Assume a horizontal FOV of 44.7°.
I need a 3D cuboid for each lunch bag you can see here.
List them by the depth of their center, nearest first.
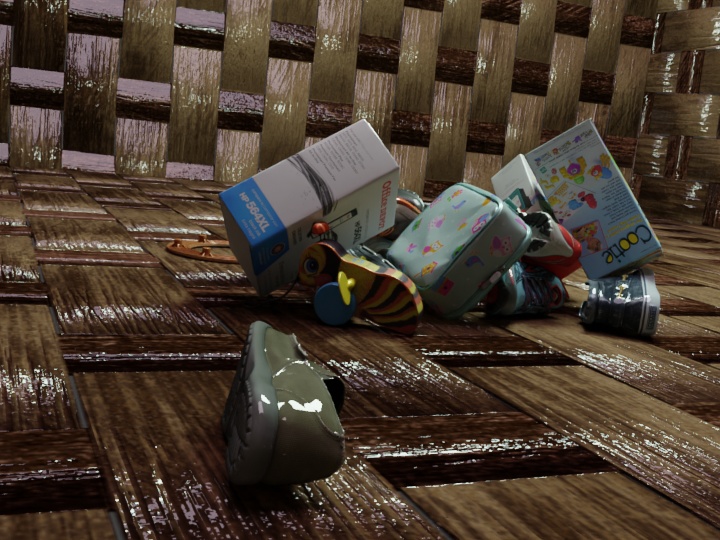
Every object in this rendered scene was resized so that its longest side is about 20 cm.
[{"bbox_3d":[0.125,-0.031,1.103,0.077,0.160,0.200,45,1,-21],"label":"lunch bag"}]

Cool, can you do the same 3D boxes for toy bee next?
[{"bbox_3d":[-0.027,0.005,0.972,0.199,0.109,0.131,4,13,-9],"label":"toy bee"}]

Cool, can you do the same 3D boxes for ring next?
[{"bbox_3d":[-0.209,-0.036,1.408,0.200,0.019,0.200,5,9,-1],"label":"ring"}]

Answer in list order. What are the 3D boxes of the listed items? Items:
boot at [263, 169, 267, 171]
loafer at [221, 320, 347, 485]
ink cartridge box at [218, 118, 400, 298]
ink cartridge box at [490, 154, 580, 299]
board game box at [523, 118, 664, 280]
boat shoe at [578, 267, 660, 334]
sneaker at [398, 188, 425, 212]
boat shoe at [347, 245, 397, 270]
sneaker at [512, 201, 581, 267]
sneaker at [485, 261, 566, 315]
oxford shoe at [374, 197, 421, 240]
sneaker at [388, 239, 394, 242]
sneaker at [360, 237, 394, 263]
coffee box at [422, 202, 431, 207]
[{"bbox_3d":[-0.096,-0.069,1.242,0.076,0.156,0.200,10,9,26],"label":"boot"},{"bbox_3d":[-0.049,0.090,0.572,0.069,0.075,0.200,16,12,-11],"label":"loafer"},{"bbox_3d":[-0.057,-0.072,1.047,0.200,0.084,0.146,-29,-21,-14],"label":"ink cartridge box"},{"bbox_3d":[0.277,-0.066,1.321,0.116,0.067,0.200,26,38,-35],"label":"ink cartridge box"},{"bbox_3d":[0.326,-0.090,1.220,0.105,0.200,0.103,-28,-16,17],"label":"board game box"},{"bbox_3d":[0.337,0.032,1.156,0.091,0.071,0.200,10,10,11],"label":"boat shoe"},{"bbox_3d":[0.007,-0.090,1.361,0.200,0.076,0.091,7,14,34],"label":"sneaker"},{"bbox_3d":[0.000,0.000,1.139,0.068,0.072,0.200,0,13,-24],"label":"boat shoe"},{"bbox_3d":[0.233,-0.040,1.202,0.085,0.077,0.200,28,5,-19],"label":"sneaker"},{"bbox_3d":[0.221,0.019,1.145,0.095,0.080,0.200,11,10,16],"label":"sneaker"},{"bbox_3d":[0.019,-0.066,1.238,0.200,0.071,0.073,17,44,-29],"label":"oxford shoe"},{"bbox_3d":[-0.005,-0.045,1.426,0.200,0.070,0.090,17,11,43],"label":"sneaker"},{"bbox_3d":[0.032,-0.013,1.291,0.080,0.071,0.200,6,15,-33],"label":"sneaker"},{"bbox_3d":[0.181,-0.047,1.430,0.199,0.113,0.080,1,10,-22],"label":"coffee box"}]
